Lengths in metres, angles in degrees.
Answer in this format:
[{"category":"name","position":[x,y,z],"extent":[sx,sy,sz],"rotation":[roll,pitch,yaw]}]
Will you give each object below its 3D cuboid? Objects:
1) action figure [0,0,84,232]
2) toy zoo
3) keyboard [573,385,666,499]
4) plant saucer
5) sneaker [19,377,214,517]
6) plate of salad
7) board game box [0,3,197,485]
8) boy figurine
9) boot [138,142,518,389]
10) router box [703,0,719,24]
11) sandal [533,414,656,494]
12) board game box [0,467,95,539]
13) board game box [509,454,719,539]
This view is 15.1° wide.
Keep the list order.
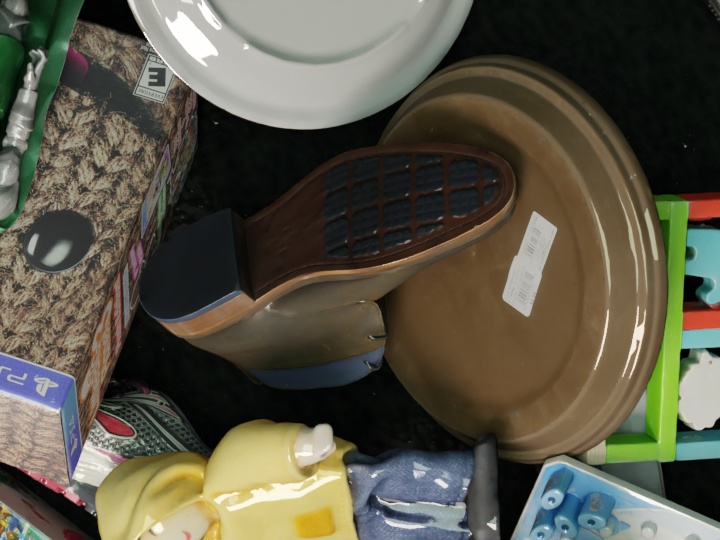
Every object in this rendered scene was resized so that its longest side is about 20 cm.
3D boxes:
[{"category":"action figure","position":[-0.184,-0.089,1.274],"extent":[0.117,0.055,0.201],"rotation":[8,69,-3]},{"category":"toy zoo","position":[0.203,0.026,1.336],"extent":[0.198,0.020,0.132],"rotation":[-3,103,-17]},{"category":"keyboard","position":[0.120,0.089,1.351],"extent":[0.056,0.011,0.201],"rotation":[-8,105,9]},{"category":"plant saucer","position":[0.065,-0.003,1.316],"extent":[0.199,0.029,0.202],"rotation":[12,107,44]},{"category":"sneaker","position":[-0.139,0.081,1.386],"extent":[0.199,0.081,0.075],"rotation":[33,82,-5]},{"category":"plate of salad","position":[-0.031,-0.170,1.333],"extent":[0.199,0.048,0.202],"rotation":[-1,92,-25]},{"category":"board game box","position":[-0.184,-0.023,1.324],"extent":[0.158,0.097,0.201],"rotation":[17,65,4]},{"category":"boy figurine","position":[-0.030,0.111,1.311],"extent":[0.198,0.125,0.065],"rotation":[-1,56,-1]},{"category":"boot","position":[0.000,0.000,1.328],"extent":[0.199,0.097,0.075],"rotation":[-16,54,23]},{"category":"router box","position":[0.225,-0.225,1.330],"extent":[0.199,0.052,0.158],"rotation":[-36,91,7]},{"category":"sandal","position":[0.109,0.067,1.374],"extent":[0.075,0.048,0.202],"rotation":[-10,106,5]},{"category":"board game box","position":[-0.170,0.210,1.402],"extent":[0.199,0.064,0.148],"rotation":[36,97,3]},{"category":"board game box","position":[0.149,0.210,1.343],"extent":[0.199,0.026,0.201],"rotation":[23,123,3]}]
